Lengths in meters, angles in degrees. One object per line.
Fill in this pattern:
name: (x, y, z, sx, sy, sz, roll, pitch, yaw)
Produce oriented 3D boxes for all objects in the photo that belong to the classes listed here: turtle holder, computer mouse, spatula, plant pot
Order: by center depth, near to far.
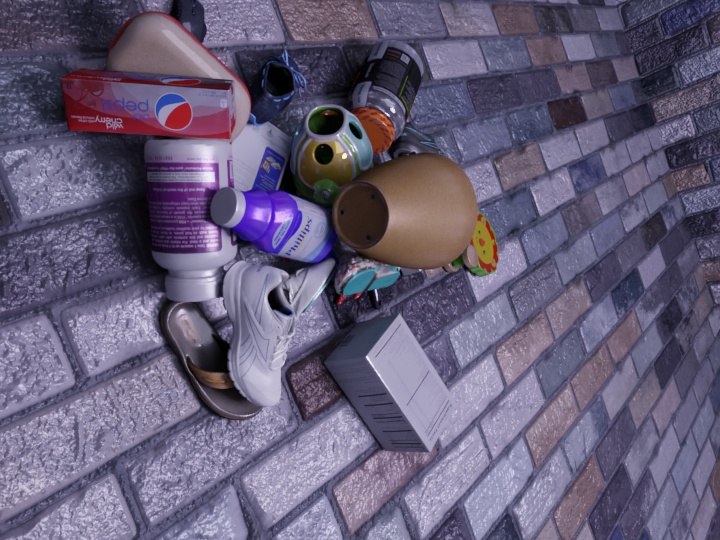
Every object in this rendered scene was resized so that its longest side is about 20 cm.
plant pot: (0.050, -0.082, 0.823, 0.199, 0.185, 0.189, -13, 88, -57)
computer mouse: (-0.258, -0.433, 0.867, 0.058, 0.034, 0.203, 15, 69, -39)
turtle holder: (-0.057, -0.175, 0.888, 0.186, 0.140, 0.132, -57, 159, -29)
spatula: (0.008, -0.026, 1.013, 0.056, 0.020, 0.202, -17, 91, -46)

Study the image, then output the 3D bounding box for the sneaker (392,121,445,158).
sneaker: (0.152, -0.239, 1.168, 0.199, 0.075, 0.080, 25, 60, -36)

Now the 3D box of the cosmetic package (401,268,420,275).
cosmetic package: (0.076, -0.099, 1.075, 0.082, 0.050, 0.202, -36, 103, -44)

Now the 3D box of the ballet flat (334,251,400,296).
ballet flat: (0.000, 0.000, 0.896, 0.064, 0.076, 0.200, 48, 18, 17)

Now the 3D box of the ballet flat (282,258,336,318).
ballet flat: (-0.110, 0.052, 0.823, 0.069, 0.069, 0.201, 39, 78, -28)

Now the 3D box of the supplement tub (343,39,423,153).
supplement tub: (0.040, -0.327, 1.054, 0.122, 0.122, 0.202, 39, 55, -29)

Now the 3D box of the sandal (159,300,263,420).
sandal: (-0.195, 0.121, 0.760, 0.082, 0.054, 0.201, -39, 106, -41)

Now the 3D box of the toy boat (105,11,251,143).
toy boat: (-0.247, -0.270, 0.792, 0.200, 0.130, 0.131, 40, 25, -27)

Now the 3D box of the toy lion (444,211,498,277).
toy lion: (0.240, -0.083, 1.223, 0.191, 0.068, 0.202, -15, 89, -51)

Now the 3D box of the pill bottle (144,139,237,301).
pill bottle: (-0.219, -0.066, 0.730, 0.111, 0.112, 0.203, -10, 104, -44)

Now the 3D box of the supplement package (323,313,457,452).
supplement package: (0.053, 0.191, 0.934, 0.114, 0.109, 0.201, -45, 109, -40)

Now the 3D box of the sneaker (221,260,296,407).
sneaker: (-0.127, 0.088, 0.735, 0.074, 0.086, 0.203, -35, 122, -62)

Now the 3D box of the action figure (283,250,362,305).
action figure: (-0.079, -0.023, 0.899, 0.201, 0.065, 0.099, 59, 39, -14)

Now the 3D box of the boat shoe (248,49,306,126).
boat shoe: (-0.127, -0.299, 0.903, 0.084, 0.068, 0.201, 37, 39, -26)

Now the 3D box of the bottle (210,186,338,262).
bottle: (-0.110, -0.063, 0.743, 0.084, 0.065, 0.199, -57, 149, 11)

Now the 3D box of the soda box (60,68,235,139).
soda box: (-0.261, -0.210, 0.705, 0.197, 0.070, 0.064, 2, 119, -7)

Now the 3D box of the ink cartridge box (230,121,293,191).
ink cartridge box: (-0.174, -0.145, 0.864, 0.099, 0.039, 0.202, 32, 58, -32)
